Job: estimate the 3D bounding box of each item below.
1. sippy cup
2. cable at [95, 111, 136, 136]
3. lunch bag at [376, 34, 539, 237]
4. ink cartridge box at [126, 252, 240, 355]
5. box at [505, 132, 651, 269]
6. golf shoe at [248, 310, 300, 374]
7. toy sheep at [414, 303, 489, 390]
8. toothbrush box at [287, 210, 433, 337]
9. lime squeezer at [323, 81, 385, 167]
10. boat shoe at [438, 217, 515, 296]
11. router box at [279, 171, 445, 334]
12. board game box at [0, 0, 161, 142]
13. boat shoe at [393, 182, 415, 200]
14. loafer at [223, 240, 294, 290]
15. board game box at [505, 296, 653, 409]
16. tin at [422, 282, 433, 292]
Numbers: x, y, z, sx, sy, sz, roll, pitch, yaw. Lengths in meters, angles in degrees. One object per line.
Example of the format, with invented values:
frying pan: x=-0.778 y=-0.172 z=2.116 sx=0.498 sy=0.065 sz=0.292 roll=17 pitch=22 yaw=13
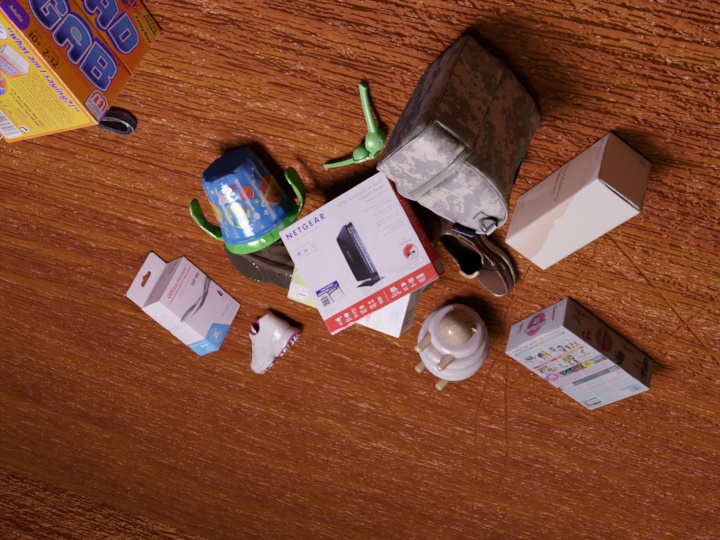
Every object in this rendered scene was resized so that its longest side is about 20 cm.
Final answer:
sippy cup: x=-0.185 y=-0.118 z=1.551 sx=0.131 sy=0.177 sz=0.140 roll=60 pitch=173 yaw=-29
cable: x=-0.469 y=-0.250 z=1.600 sx=0.198 sy=0.051 sz=0.097 roll=25 pitch=144 yaw=1
lunch bag: x=0.136 y=-0.163 z=1.222 sx=0.167 sy=0.201 sz=0.139 roll=34 pitch=146 yaw=-13
ink cartridge box: x=-0.343 y=0.059 z=1.890 sx=0.066 sy=0.117 sz=0.200 roll=-17 pitch=130 yaw=44
box: x=0.295 y=-0.091 z=1.322 sx=0.077 sy=0.096 sz=0.200 roll=33 pitch=144 yaw=-14
golf shoe: x=-0.190 y=0.144 z=1.970 sx=0.091 sy=0.075 sz=0.200 roll=42 pitch=143 yaw=-1
toy sheep: x=0.158 y=0.129 z=1.673 sx=0.136 sy=0.139 sz=0.200 roll=18 pitch=157 yaw=8
toothbrush box: x=0.000 y=0.000 z=1.554 sx=0.198 sy=0.086 sz=0.147 roll=19 pitch=106 yaw=14
lime squeezer: x=-0.003 y=-0.187 z=1.419 sx=0.070 sy=0.038 sz=0.200 roll=26 pitch=147 yaw=-3
boat shoe: x=0.176 y=-0.015 z=1.512 sx=0.074 sy=0.075 sz=0.203 roll=-9 pitch=135 yaw=39
router box: x=0.001 y=-0.027 z=1.477 sx=0.199 sy=0.049 sz=0.181 roll=-29 pitch=88 yaw=20
board game box: x=-0.443 y=-0.329 z=1.341 sx=0.198 sy=0.201 sz=0.201 roll=-3 pitch=138 yaw=34
boat shoe: x=0.136 y=-0.136 z=1.384 sx=0.199 sy=0.070 sz=0.056 roll=-3 pitch=177 yaw=41
loafer: x=-0.160 y=-0.018 z=1.724 sx=0.199 sy=0.068 sz=0.076 roll=22 pitch=147 yaw=31
board game box: x=0.367 y=0.144 z=1.627 sx=0.199 sy=0.065 sz=0.147 roll=34 pitch=144 yaw=-17
tin: x=0.034 y=-0.013 z=1.638 sx=0.198 sy=0.042 sz=0.112 roll=9 pitch=148 yaw=21
